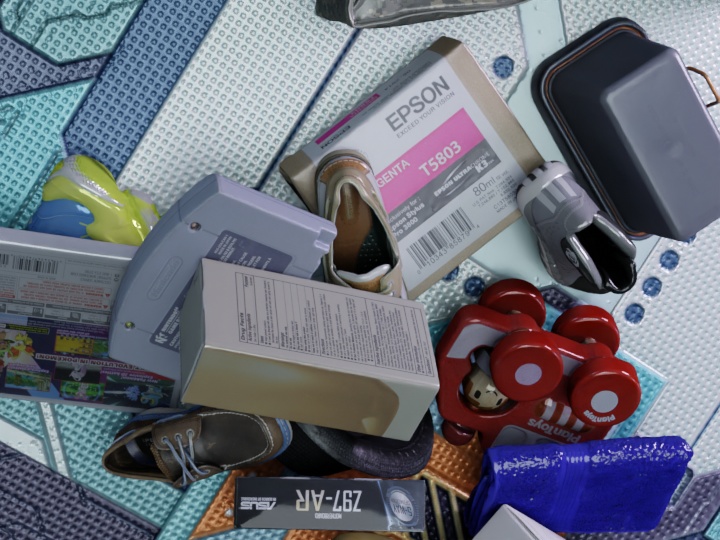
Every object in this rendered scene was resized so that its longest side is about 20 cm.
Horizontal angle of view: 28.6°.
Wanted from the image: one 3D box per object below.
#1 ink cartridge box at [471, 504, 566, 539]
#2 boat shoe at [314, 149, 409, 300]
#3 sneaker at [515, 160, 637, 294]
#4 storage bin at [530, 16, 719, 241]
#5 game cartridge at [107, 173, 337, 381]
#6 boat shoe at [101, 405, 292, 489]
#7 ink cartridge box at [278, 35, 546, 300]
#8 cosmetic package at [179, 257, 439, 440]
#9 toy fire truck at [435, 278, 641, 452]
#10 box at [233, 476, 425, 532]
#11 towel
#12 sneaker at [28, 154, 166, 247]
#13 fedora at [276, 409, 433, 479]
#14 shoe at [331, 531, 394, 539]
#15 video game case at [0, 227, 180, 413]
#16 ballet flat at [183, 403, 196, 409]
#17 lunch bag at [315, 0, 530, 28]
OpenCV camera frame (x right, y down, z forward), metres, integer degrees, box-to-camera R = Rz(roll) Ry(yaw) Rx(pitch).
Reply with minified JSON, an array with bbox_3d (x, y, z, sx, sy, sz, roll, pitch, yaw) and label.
[{"bbox_3d":[0.164,0.328,1.341,0.147,0.083,0.200,-50,133,5],"label":"ink cartridge box"},{"bbox_3d":[0.000,0.000,1.217,0.074,0.068,0.201,-15,110,2],"label":"boat shoe"},{"bbox_3d":[0.212,-0.006,1.269,0.075,0.116,0.200,-41,140,4],"label":"sneaker"},{"bbox_3d":[0.271,-0.124,1.285,0.145,0.134,0.201,-33,106,-3],"label":"storage bin"},{"bbox_3d":[-0.126,0.012,1.183,0.133,0.041,0.200,20,124,-29],"label":"game cartridge"},{"bbox_3d":[-0.144,0.155,1.221,0.072,0.199,0.073,-36,105,-48],"label":"boat shoe"},{"bbox_3d":[0.053,-0.086,1.281,0.200,0.075,0.165,-38,107,0],"label":"ink cartridge box"},{"bbox_3d":[-0.044,0.066,1.152,0.199,0.106,0.071,13,130,-17],"label":"cosmetic package"},{"bbox_3d":[0.158,0.114,1.333,0.199,0.112,0.168,19,119,-17],"label":"toy fire truck"},{"bbox_3d":[-0.031,0.208,1.251,0.159,0.200,0.044,2,80,-4],"label":"box"},{"bbox_3d":[0.204,0.211,1.343,0.199,0.050,0.148,-4,146,-8],"label":"towel"},{"bbox_3d":[-0.206,-0.013,1.257,0.200,0.076,0.105,39,110,-15],"label":"sneaker"},{"bbox_3d":[-0.027,0.125,1.274,0.201,0.201,0.092,43,119,-16],"label":"fedora"},{"bbox_3d":[0.016,0.299,1.305,0.070,0.054,0.200,-8,144,9],"label":"shoe"},{"bbox_3d":[-0.246,0.048,1.236,0.199,0.023,0.183,8,128,-13],"label":"video game case"},{"bbox_3d":[-0.101,0.080,1.290,0.071,0.072,0.201,22,96,-14],"label":"ballet flat"},{"bbox_3d":[0.067,-0.271,1.198,0.199,0.164,0.118,-8,105,-10],"label":"lunch bag"}]
